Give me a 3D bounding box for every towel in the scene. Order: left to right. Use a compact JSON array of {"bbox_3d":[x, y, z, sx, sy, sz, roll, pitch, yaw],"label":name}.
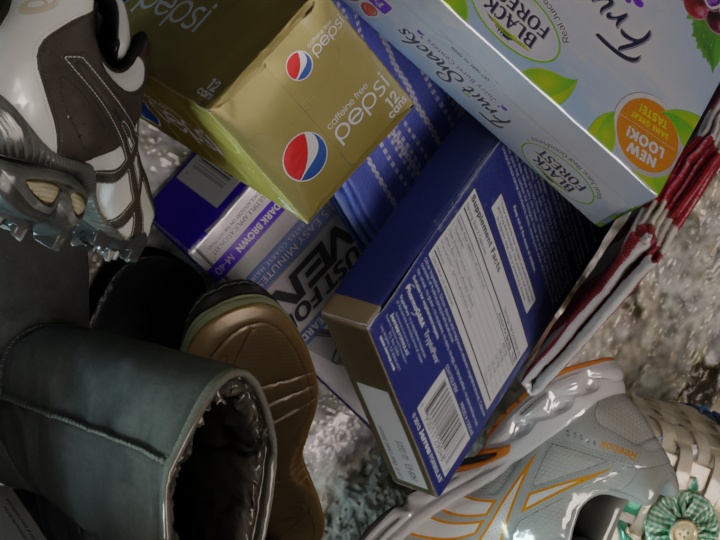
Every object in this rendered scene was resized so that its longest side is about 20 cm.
[{"bbox_3d":[0.041,-0.099,0.870,0.200,0.024,0.145,-51,125,-29],"label":"towel"},{"bbox_3d":[0.149,-0.040,0.910,0.200,0.023,0.144,-53,176,-35],"label":"towel"}]

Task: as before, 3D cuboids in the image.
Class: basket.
[{"bbox_3d":[0.176,0.161,1.040,0.199,0.139,0.177,21,99,-25],"label":"basket"}]

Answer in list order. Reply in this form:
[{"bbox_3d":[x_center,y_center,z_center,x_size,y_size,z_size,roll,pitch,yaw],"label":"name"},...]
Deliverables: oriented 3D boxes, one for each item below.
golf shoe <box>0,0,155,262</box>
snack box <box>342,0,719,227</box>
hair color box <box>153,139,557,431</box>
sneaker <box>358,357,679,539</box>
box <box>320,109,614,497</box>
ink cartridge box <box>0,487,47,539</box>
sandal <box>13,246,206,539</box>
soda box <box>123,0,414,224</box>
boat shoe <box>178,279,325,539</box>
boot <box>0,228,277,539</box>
[{"bbox_3d":[-0.103,-0.058,0.685,0.077,0.200,0.095,25,90,0],"label":"golf shoe"},{"bbox_3d":[0.077,-0.138,0.829,0.200,0.053,0.143,40,61,-12],"label":"snack box"},{"bbox_3d":[0.000,0.000,0.917,0.109,0.065,0.200,-48,127,-4],"label":"hair color box"},{"bbox_3d":[0.075,0.138,0.948,0.200,0.092,0.076,-44,157,21],"label":"sneaker"},{"bbox_3d":[0.060,-0.008,0.867,0.200,0.032,0.122,-53,141,-29],"label":"box"},{"bbox_3d":[-0.250,0.158,0.792,0.199,0.145,0.148,16,103,-34],"label":"ink cartridge box"},{"bbox_3d":[-0.128,0.087,0.890,0.075,0.048,0.202,13,103,-34],"label":"sandal"},{"bbox_3d":[-0.065,-0.091,0.753,0.064,0.200,0.068,-48,126,-8],"label":"soda box"},{"bbox_3d":[-0.059,0.069,0.880,0.073,0.065,0.201,-16,140,-13],"label":"boat shoe"},{"bbox_3d":[-0.109,0.033,0.772,0.072,0.200,0.183,-7,100,-29],"label":"boot"}]
